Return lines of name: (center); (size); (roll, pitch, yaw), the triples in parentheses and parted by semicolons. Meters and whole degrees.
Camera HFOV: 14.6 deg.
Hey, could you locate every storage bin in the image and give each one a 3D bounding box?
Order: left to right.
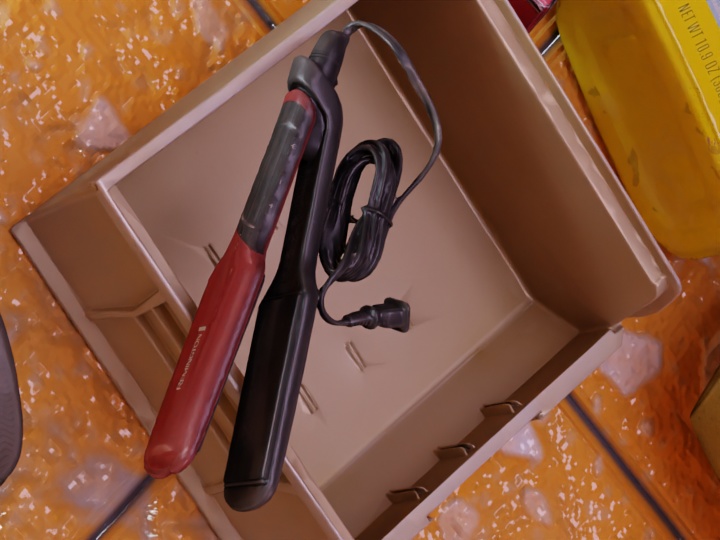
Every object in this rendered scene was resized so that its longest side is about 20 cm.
storage bin: (0.000, 0.000, 1.126); (0.200, 0.094, 0.199); (-40, 103, -30)

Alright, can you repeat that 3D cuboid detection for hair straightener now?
hair straightener: (-0.017, -0.003, 1.046); (0.077, 0.041, 0.201); (27, 65, -25)

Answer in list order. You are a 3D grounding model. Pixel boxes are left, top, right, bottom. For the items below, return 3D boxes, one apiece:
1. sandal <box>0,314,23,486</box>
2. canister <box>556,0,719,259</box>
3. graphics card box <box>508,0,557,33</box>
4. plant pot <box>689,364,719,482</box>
sandal: (-0.165, -0.014, 1.049); (0.081, 0.055, 0.201); (-2, 83, -32)
canister: (0.199, -0.107, 1.273); (0.200, 0.086, 0.149); (-28, 97, -30)
graphics card box: (0.079, -0.205, 1.217); (0.125, 0.051, 0.200); (39, 63, 0)
plant pot: (0.228, 0.062, 1.219); (0.142, 0.200, 0.200); (32, 64, 5)
